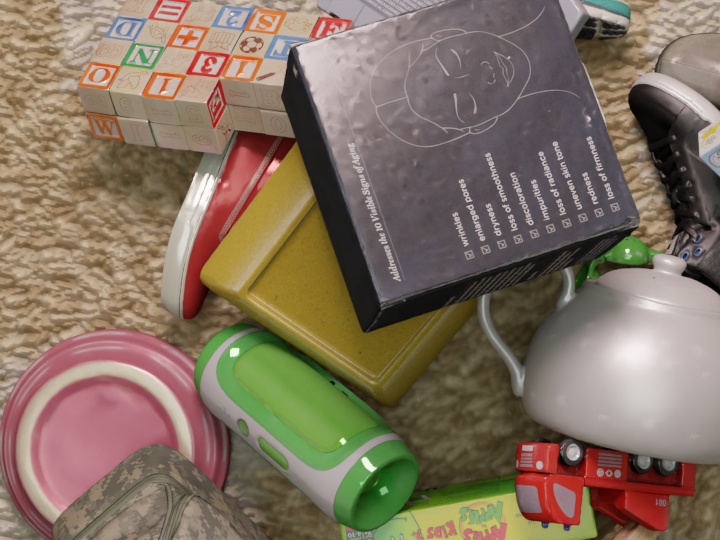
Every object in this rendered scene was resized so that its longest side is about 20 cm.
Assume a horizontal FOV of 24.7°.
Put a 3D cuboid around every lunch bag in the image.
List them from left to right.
[{"bbox_3d":[-0.137,0.262,1.300,0.139,0.168,0.200,-38,115,5],"label":"lunch bag"}]

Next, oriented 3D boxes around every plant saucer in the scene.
[{"bbox_3d":[-0.211,0.150,1.390,0.200,0.051,0.201,0,91,5],"label":"plant saucer"},{"bbox_3d":[0.000,0.000,1.303,0.200,0.048,0.200,34,114,-10],"label":"plant saucer"}]

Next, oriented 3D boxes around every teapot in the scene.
[{"bbox_3d":[0.220,0.059,1.279,0.197,0.200,0.146,16,97,42],"label":"teapot"}]

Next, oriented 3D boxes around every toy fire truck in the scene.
[{"bbox_3d":[0.206,0.207,1.270,0.200,0.049,0.141,9,81,-27],"label":"toy fire truck"}]

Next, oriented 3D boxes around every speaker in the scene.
[{"bbox_3d":[-0.046,0.123,1.321,0.200,0.088,0.089,37,93,35],"label":"speaker"}]

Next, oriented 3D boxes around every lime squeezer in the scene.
[{"bbox_3d":[0.208,0.013,1.374,0.200,0.038,0.071,-27,120,3],"label":"lime squeezer"}]

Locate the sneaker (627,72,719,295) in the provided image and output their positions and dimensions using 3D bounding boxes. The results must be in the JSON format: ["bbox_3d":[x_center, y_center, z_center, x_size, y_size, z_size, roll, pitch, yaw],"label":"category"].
[{"bbox_3d":[0.266,-0.057,1.329,0.112,0.073,0.200,-41,89,-18],"label":"sneaker"}]

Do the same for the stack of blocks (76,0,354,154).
[{"bbox_3d":[-0.112,-0.155,1.327,0.200,0.059,0.115,9,51,16],"label":"stack of blocks"}]

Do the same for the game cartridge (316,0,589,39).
[{"bbox_3d":[0.076,-0.215,1.311,0.200,0.040,0.133,36,107,15],"label":"game cartridge"}]

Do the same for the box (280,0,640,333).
[{"bbox_3d":[0.067,-0.083,1.191,0.196,0.124,0.200,-17,81,-10],"label":"box"}]

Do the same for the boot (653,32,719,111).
[{"bbox_3d":[0.340,-0.153,1.309,0.200,0.131,0.068,15,91,4],"label":"boot"}]

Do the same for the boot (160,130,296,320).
[{"bbox_3d":[-0.076,-0.037,1.371,0.144,0.072,0.200,21,88,2],"label":"boot"}]

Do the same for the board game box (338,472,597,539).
[{"bbox_3d":[0.088,0.204,1.345,0.200,0.102,0.048,-11,91,4],"label":"board game box"}]

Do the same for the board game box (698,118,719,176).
[{"bbox_3d":[0.375,-0.071,1.263,0.200,0.034,0.134,39,125,-22],"label":"board game box"}]

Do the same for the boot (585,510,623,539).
[{"bbox_3d":[0.227,0.281,1.359,0.144,0.071,0.201,39,96,-3],"label":"boot"}]

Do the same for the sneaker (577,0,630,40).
[{"bbox_3d":[0.136,-0.252,1.354,0.200,0.078,0.080,27,83,3],"label":"sneaker"}]
